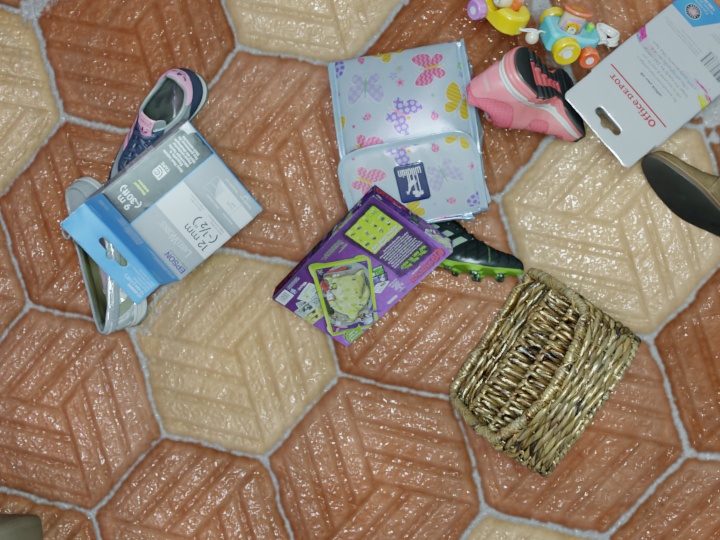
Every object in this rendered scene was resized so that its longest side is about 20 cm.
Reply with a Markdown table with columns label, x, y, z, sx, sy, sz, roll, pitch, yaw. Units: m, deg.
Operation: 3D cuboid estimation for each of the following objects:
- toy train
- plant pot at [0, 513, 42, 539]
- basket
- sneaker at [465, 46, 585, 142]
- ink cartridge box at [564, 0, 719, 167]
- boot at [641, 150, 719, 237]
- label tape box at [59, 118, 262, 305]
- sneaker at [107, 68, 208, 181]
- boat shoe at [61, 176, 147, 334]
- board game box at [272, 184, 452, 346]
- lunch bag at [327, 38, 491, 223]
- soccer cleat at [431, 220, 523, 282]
| label | x | y | z | sx | sy | sz | roll | pitch | yaw |
| --- | --- | --- | --- | --- | --- | --- | --- | --- | --- |
| toy train | 0.203 | -0.311 | 1.060 | 0.200 | 0.150 | 0.056 | 33 | 138 | 11 |
| plant pot | -0.505 | 0.402 | 1.193 | 0.199 | 0.177 | 0.200 | -1 | 93 | 9 |
| basket | 0.205 | 0.116 | 1.085 | 0.149 | 0.143 | 0.200 | 35 | 97 | 5 |
| sneaker | 0.188 | -0.191 | 1.065 | 0.087 | 0.200 | 0.074 | -20 | 68 | 32 |
| ink cartridge box | 0.336 | -0.213 | 1.070 | 0.200 | 0.068 | 0.115 | -39 | 86 | -2 |
| boot | 0.420 | -0.086 | 1.089 | 0.200 | 0.074 | 0.076 | 36 | 78 | 2 |
| label tape box | -0.242 | -0.067 | 1.144 | 0.200 | 0.066 | 0.143 | -42 | 110 | -7 |
| sneaker | -0.269 | -0.168 | 1.179 | 0.070 | 0.082 | 0.200 | 31 | 97 | 7 |
| boat shoe | -0.334 | -0.020 | 1.195 | 0.074 | 0.065 | 0.203 | -13 | 95 | 36 |
| board game box | 0.000 | 0.000 | 1.110 | 0.120 | 0.032 | 0.200 | 37 | 123 | -16 |
| lunch bag | 0.060 | -0.151 | 1.098 | 0.169 | 0.127 | 0.201 | -6 | 84 | 11 |
| soccer cleat | 0.103 | -0.038 | 1.136 | 0.199 | 0.068 | 0.081 | 13 | 82 | 9 |
